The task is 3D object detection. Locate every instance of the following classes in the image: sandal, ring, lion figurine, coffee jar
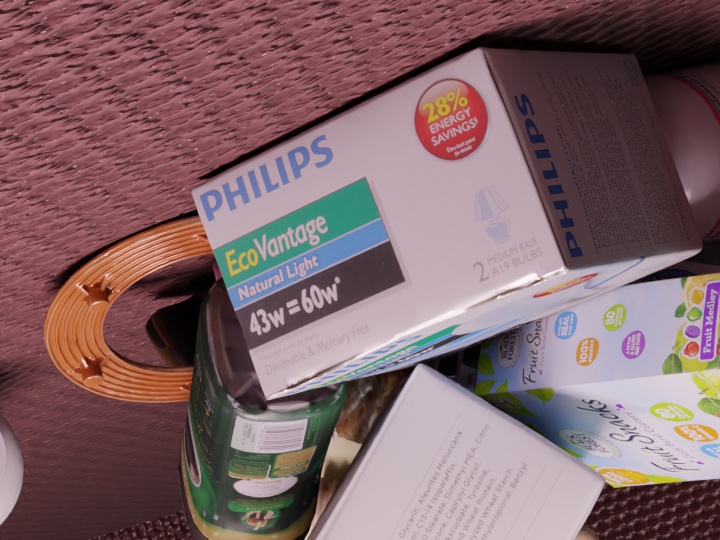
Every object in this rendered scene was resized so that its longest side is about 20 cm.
[{"bbox_3d":[-0.086,0.040,1.535,0.055,0.082,0.200,-47,170,21],"label":"sandal"},{"bbox_3d":[-0.092,0.029,1.346,0.199,0.019,0.201,-12,148,-8],"label":"ring"},{"bbox_3d":[0.052,0.110,1.491,0.199,0.123,0.073,14,-154,12],"label":"lion figurine"},{"bbox_3d":[-0.061,0.093,1.343,0.085,0.105,0.200,-4,147,-13],"label":"coffee jar"}]

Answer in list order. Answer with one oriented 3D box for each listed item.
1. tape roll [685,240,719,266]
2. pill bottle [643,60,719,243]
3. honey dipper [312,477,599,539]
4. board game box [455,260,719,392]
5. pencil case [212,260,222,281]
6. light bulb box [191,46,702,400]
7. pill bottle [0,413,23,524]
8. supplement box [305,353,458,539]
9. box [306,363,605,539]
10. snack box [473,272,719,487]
[{"bbox_3d":[0.278,-0.037,1.517,0.201,0.071,0.203,-21,-145,16],"label":"tape roll"},{"bbox_3d":[0.209,-0.072,1.378,0.199,0.109,0.109,-14,170,-40],"label":"pill bottle"},{"bbox_3d":[0.066,0.176,1.536,0.199,0.038,0.038,8,176,9],"label":"honey dipper"},{"bbox_3d":[0.166,0.044,1.422,0.199,0.041,0.200,8,159,2],"label":"board game box"},{"bbox_3d":[0.000,0.000,1.450,0.199,0.083,0.087,-20,146,-5],"label":"pencil case"},{"bbox_3d":[0.051,-0.028,1.217,0.197,0.126,0.200,-24,172,29],"label":"light bulb box"},{"bbox_3d":[-0.303,0.149,1.582,0.110,0.111,0.200,-17,172,-22],"label":"pill bottle"},{"bbox_3d":[0.002,0.151,1.636,0.199,0.201,0.134,-8,-160,11],"label":"supplement box"},{"bbox_3d":[0.036,0.176,1.346,0.201,0.130,0.199,-60,179,-5],"label":"box"},{"bbox_3d":[0.196,0.068,1.324,0.199,0.068,0.168,-8,151,38],"label":"snack box"}]
